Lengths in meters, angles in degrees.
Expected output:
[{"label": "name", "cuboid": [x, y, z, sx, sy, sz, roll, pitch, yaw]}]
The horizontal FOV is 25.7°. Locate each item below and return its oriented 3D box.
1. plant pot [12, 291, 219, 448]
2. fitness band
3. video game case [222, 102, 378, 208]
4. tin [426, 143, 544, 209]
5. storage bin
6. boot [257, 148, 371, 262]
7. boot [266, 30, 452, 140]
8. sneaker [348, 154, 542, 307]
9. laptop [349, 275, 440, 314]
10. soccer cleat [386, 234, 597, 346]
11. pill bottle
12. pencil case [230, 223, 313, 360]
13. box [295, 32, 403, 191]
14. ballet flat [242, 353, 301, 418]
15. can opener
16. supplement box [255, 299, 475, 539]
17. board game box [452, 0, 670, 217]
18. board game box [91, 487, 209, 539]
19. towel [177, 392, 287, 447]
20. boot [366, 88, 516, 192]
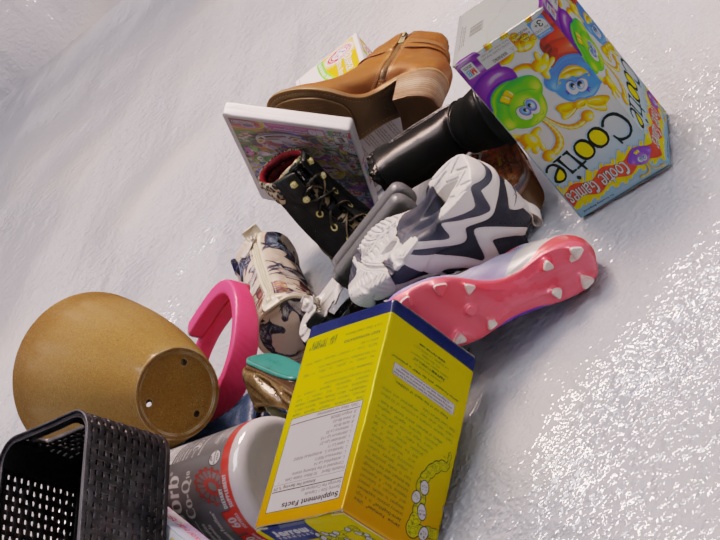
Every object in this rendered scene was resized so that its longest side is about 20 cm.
[{"label": "plant pot", "cuboid": [-0.234, 0.117, 1.615, 0.186, 0.186, 0.200, -54, 26, -20]}, {"label": "fitness band", "cuboid": [-0.155, 0.094, 1.687, 0.200, 0.037, 0.144, 129, 149, -49]}, {"label": "video game case", "cuboid": [-0.062, -0.121, 1.740, 0.143, 0.200, 0.018, 8, 68, 14]}, {"label": "tin", "cuboid": [0.126, -0.078, 1.609, 0.112, 0.042, 0.200, -31, 24, 10]}, {"label": "storage bin", "cuboid": [-0.243, 0.236, 1.352, 0.135, 0.094, 0.200, -24, 55, 39]}, {"label": "boot", "cuboid": [-0.018, -0.055, 1.665, 0.073, 0.154, 0.204, -51, 25, -13]}, {"label": "boot", "cuboid": [0.004, -0.213, 1.746, 0.200, 0.077, 0.155, -8, 35, 15]}, {"label": "sneaker", "cuboid": [0.088, -0.015, 1.476, 0.199, 0.130, 0.080, -48, 32, 29]}, {"label": "laptop", "cuboid": [0.066, 0.071, 1.511, 0.177, 0.103, 0.200, 16, 88, 63]}, {"label": "soccer cleat", "cuboid": [0.114, 0.018, 1.402, 0.200, 0.067, 0.076, -20, 11, 0]}, {"label": "pill bottle", "cuboid": [-0.137, 0.214, 1.470, 0.200, 0.116, 0.116, -24, 31, 39]}, {"label": "pencil case", "cuboid": [-0.093, 0.025, 1.737, 0.078, 0.089, 0.200, -41, 25, 7]}, {"label": "box", "cuboid": [-0.002, -0.189, 1.909, 0.101, 0.113, 0.200, -38, 24, 13]}, {"label": "ballet flat", "cuboid": [-0.048, 0.129, 1.505, 0.068, 0.072, 0.200, -13, 13, -37]}, {"label": "can opener", "cuboid": [0.000, 0.000, 1.602, 0.200, 0.066, 0.053, -56, 18, 23]}, {"label": "supplement box", "cuboid": [0.007, 0.144, 1.323, 0.109, 0.109, 0.200, -19, 45, 43]}, {"label": "board game box", "cuboid": [0.189, -0.168, 1.464, 0.103, 0.200, 0.105, -31, 26, 26]}, {"label": "board game box", "cuboid": [-0.196, 0.310, 1.369, 0.199, 0.041, 0.200, 27, 93, 50]}, {"label": "towel", "cuboid": [-0.166, 0.205, 1.612, 0.200, 0.049, 0.112, -31, 28, 26]}, {"label": "boot", "cuboid": [0.082, -0.131, 1.583, 0.162, 0.073, 0.198, -27, 3, 14]}]
